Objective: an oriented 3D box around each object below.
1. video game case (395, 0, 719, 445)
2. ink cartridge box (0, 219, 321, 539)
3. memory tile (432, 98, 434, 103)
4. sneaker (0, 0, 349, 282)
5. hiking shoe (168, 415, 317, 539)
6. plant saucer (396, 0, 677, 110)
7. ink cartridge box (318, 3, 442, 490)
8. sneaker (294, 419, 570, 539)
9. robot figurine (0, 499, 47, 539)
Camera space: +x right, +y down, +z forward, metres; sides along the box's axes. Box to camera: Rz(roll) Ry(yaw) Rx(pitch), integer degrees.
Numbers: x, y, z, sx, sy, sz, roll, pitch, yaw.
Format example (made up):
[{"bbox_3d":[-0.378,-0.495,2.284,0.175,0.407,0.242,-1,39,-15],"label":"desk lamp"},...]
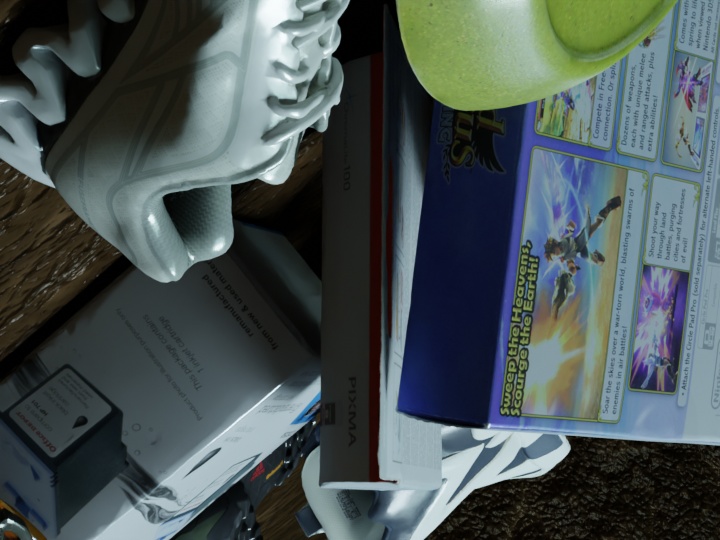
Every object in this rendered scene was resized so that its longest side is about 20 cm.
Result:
[{"bbox_3d":[0.098,-0.041,0.710,0.045,0.200,0.181,6,178,43],"label":"video game case"},{"bbox_3d":[-0.103,0.070,0.891,0.200,0.086,0.146,-42,170,7],"label":"ink cartridge box"},{"bbox_3d":[0.109,-0.098,1.024,0.200,0.017,0.153,-36,159,-21],"label":"memory tile"},{"bbox_3d":[-0.029,-0.074,0.534,0.075,0.081,0.200,-27,163,-44],"label":"sneaker"},{"bbox_3d":[-0.085,0.084,1.025,0.076,0.101,0.200,84,21,-46],"label":"hiking shoe"},{"bbox_3d":[0.078,-0.131,0.564,0.200,0.031,0.200,-47,153,-33],"label":"plant saucer"},{"bbox_3d":[0.000,0.000,0.755,0.057,0.163,0.200,-1,173,12],"label":"ink cartridge box"},{"bbox_3d":[0.028,0.089,0.979,0.130,0.080,0.199,-35,168,-2],"label":"sneaker"},{"bbox_3d":[-0.179,0.125,0.741,0.145,0.058,0.200,-34,140,-1],"label":"robot figurine"}]
